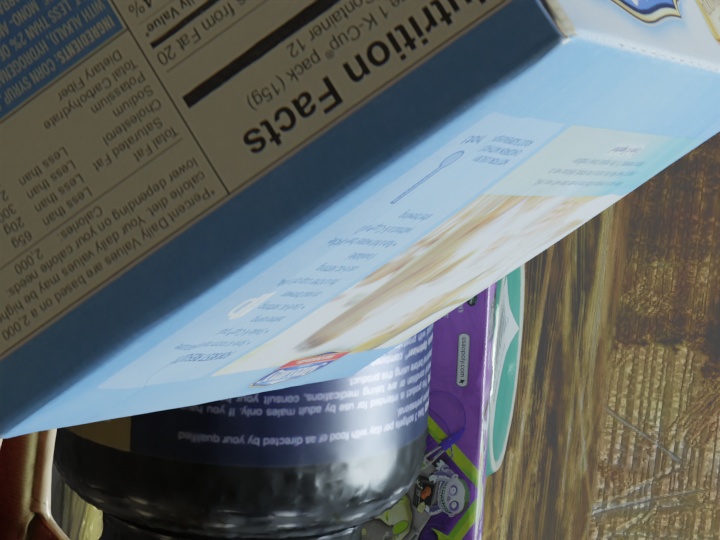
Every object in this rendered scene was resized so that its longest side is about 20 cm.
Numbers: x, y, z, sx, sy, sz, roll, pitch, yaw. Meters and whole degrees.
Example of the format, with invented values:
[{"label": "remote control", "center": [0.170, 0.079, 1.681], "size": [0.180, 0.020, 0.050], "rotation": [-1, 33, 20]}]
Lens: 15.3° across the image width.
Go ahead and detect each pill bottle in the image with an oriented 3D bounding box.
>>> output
[{"label": "pill bottle", "center": [-0.033, 0.009, 0.768], "size": [0.112, 0.111, 0.201], "rotation": [-46, 140, -75]}]

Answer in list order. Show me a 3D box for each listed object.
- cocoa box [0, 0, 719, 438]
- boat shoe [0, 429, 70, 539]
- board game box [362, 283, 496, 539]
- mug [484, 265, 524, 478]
[{"label": "cocoa box", "center": [-0.016, -0.058, 0.553], "size": [0.132, 0.133, 0.200], "rotation": [58, 17, 9]}, {"label": "boat shoe", "center": [-0.090, 0.077, 0.599], "size": [0.074, 0.069, 0.201], "rotation": [-63, 156, -65]}, {"label": "board game box", "center": [-0.017, 0.019, 0.850], "size": [0.032, 0.119, 0.201], "rotation": [-58, 152, -69]}, {"label": "mug", "center": [-0.002, 0.006, 0.942], "size": [0.152, 0.114, 0.186], "rotation": [-39, 134, -77]}]
